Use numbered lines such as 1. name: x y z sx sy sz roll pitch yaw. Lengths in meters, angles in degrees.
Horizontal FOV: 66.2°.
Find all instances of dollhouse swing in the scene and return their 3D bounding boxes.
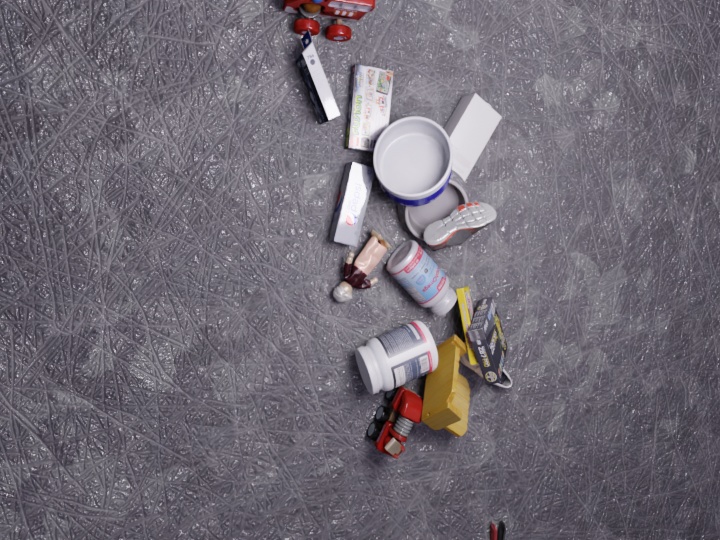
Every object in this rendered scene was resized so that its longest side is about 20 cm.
1. dollhouse swing: 0.269 0.326 1.492 0.172 0.182 0.205 26 53 -16

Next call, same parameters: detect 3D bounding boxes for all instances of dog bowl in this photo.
1. dog bowl: 0.196 -0.167 1.450 0.192 0.059 0.206 -3 120 -4
2. dog bowl: 0.130 -0.266 1.359 0.192 0.079 0.208 -2 77 9

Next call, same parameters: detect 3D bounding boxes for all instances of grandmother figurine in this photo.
1. grandmother figurine: 0.000 0.000 1.452 0.121 0.060 0.202 40 87 -20

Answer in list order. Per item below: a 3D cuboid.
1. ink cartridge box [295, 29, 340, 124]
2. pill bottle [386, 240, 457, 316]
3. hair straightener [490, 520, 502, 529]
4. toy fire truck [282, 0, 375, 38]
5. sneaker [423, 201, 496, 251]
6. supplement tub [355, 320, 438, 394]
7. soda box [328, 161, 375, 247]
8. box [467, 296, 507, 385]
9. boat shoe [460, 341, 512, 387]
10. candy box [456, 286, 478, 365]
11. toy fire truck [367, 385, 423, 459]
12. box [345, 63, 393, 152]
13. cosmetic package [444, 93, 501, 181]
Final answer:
1. ink cartridge box: -0.110 -0.460 1.328 0.038 0.099 0.206 -24 103 -11
2. pill bottle: 0.168 0.025 1.481 0.200 0.108 0.109 44 84 -18
3. hair straightener: 0.444 0.878 1.725 0.074 0.041 0.208 -5 99 -17
4. toy fire truck: -0.077 -0.618 1.281 0.193 0.167 0.117 2 97 -18
5. sneaker: 0.257 -0.109 1.428 0.194 0.079 0.082 -20 146 7
6. supplement tub: 0.096 0.231 1.470 0.194 0.140 0.145 -20 103 -14
7. soda box: -0.023 -0.169 1.416 0.066 0.063 0.208 12 94 -18
8. box: 0.356 0.190 1.531 0.048 0.200 0.166 -16 104 26
9. boat shoe: 0.365 0.274 1.603 0.197 0.065 0.075 32 88 -19
10. candy box: 0.301 0.149 1.527 0.026 0.102 0.208 -11 87 17
11. toy fire truck: 0.101 0.413 1.465 0.126 0.199 0.180 28 89 -19
12. box: 0.023 -0.410 1.412 0.106 0.035 0.208 4 96 -18
13. cosmetic package: 0.276 -0.352 1.477 0.106 0.085 0.204 33 86 -20
